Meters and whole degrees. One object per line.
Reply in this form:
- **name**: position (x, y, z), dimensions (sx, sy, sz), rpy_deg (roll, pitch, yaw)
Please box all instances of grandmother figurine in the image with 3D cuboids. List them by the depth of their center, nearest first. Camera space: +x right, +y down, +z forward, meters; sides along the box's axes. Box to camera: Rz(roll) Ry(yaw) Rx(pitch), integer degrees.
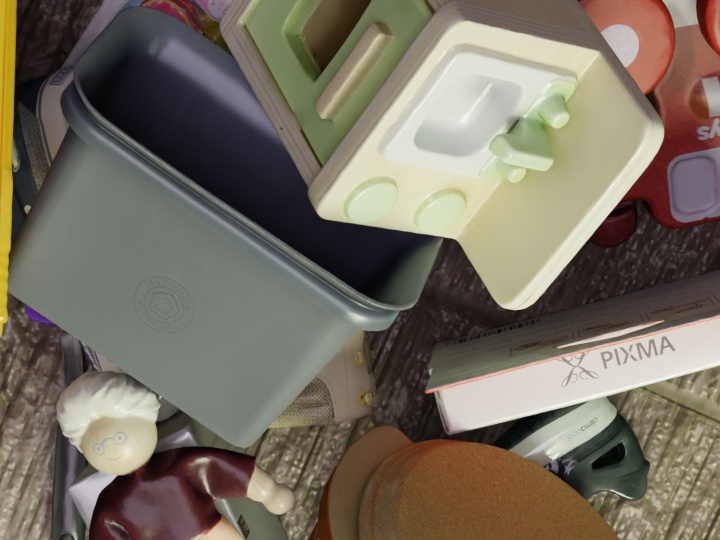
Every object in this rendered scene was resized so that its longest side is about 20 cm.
- **grandmother figurine**: position (-0.091, 0.139, 1.116), dimensions (0.121, 0.061, 0.201), rpy_deg (-31, 97, -4)

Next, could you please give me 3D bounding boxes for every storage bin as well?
- **storage bin**: position (-0.079, -0.018, 1.095), dimensions (0.199, 0.146, 0.135), rpy_deg (35, 120, -5)

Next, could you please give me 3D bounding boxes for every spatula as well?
- **spatula**: position (-0.166, 0.069, 1.239), dimensions (0.056, 0.021, 0.202), rpy_deg (2, 98, 4)

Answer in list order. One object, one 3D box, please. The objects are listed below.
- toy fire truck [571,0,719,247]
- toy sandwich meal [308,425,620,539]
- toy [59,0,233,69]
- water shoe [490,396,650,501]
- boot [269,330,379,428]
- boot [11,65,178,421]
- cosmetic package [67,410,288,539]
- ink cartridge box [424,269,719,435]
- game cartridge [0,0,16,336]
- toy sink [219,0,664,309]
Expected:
- **toy fire truck**: position (0.165, -0.097, 1.152), dimensions (0.198, 0.112, 0.169), rpy_deg (-13, 115, -5)
- **toy sandwich meal**: position (0.062, 0.171, 1.110), dimensions (0.205, 0.205, 0.070), rpy_deg (38, 124, -2)
- **toy**: position (-0.094, -0.127, 1.196), dimensions (0.115, 0.047, 0.201), rpy_deg (35, 98, 1)
- **water shoe**: position (0.073, 0.151, 1.209), dimensions (0.200, 0.072, 0.079), rpy_deg (-38, 95, 8)
- **boot**: position (0.000, 0.000, 1.196), dimensions (0.198, 0.073, 0.157), rpy_deg (-15, 102, -5)
- **boot**: position (-0.158, -0.011, 1.202), dimensions (0.090, 0.073, 0.202), rpy_deg (-8, 98, 39)
- **cosmetic package**: position (-0.077, 0.181, 1.203), dimensions (0.081, 0.113, 0.201), rpy_deg (-27, 96, 7)
- **ink cartridge box**: position (0.135, 0.044, 1.139), dimensions (0.198, 0.174, 0.044), rpy_deg (-15, 96, 6)
- **game cartridge**: position (-0.202, -0.072, 1.106), dimensions (0.032, 0.176, 0.202), rpy_deg (-1, 96, -17)
- **toy sink**: position (0.032, -0.096, 1.057), dimensions (0.131, 0.111, 0.201), rpy_deg (-52, 50, 30)
